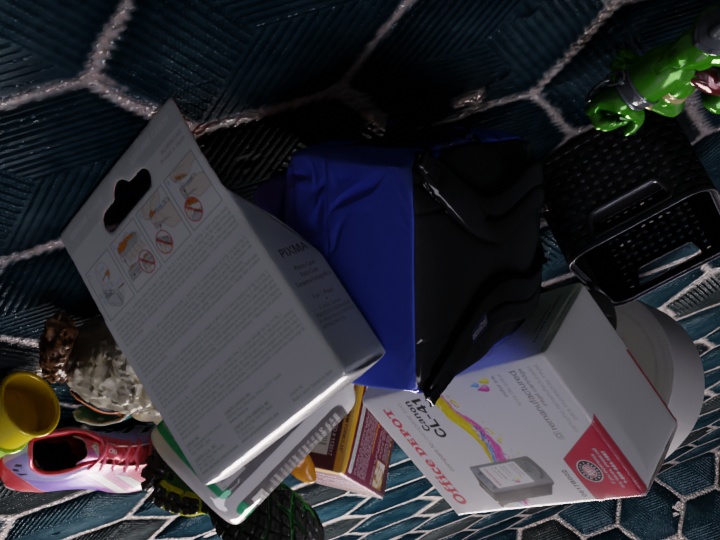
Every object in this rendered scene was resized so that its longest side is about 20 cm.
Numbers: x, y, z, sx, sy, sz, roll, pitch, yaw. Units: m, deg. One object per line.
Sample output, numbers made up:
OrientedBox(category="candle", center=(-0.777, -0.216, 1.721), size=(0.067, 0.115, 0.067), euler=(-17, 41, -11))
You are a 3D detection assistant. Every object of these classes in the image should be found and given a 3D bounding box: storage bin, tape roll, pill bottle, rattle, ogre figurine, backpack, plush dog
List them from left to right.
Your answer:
OrientedBox(category="plush dog", center=(-0.151, 0.068, 0.826), size=(0.171, 0.162, 0.200), euler=(-7, 167, 31))
OrientedBox(category="rattle", center=(-0.161, 0.158, 1.000), size=(0.199, 0.144, 0.130), euler=(-10, 173, -39))
OrientedBox(category="pill bottle", center=(-0.076, 0.112, 0.928), size=(0.200, 0.113, 0.113), euler=(-44, 159, -9))
OrientedBox(category="backpack", center=(0.034, -0.027, 0.727), size=(0.167, 0.164, 0.199), euler=(14, -160, 34))
OrientedBox(category="tape roll", center=(0.287, 0.127, 1.243), size=(0.202, 0.204, 0.139), euler=(-32, 154, 23))
OrientedBox(category="storage bin", center=(0.248, -0.054, 0.953), size=(0.135, 0.094, 0.200), euler=(-30, 157, 16))
OrientedBox(category="ogre figurine", center=(0.264, -0.155, 0.744), size=(0.198, 0.099, 0.120), euler=(2, 161, -23))

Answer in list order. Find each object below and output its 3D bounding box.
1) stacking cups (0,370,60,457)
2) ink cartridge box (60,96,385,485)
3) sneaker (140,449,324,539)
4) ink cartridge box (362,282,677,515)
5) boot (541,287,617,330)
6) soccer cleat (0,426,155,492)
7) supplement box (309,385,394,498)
OrientedBox(category="stacking cups", center=(-0.344, 0.158, 0.931), size=(0.199, 0.061, 0.060), euler=(-34, 154, 31))
OrientedBox(category="ink cartridge box", center=(-0.096, 0.015, 0.678), size=(0.160, 0.201, 0.047), euler=(-40, 167, 37))
OrientedBox(category="sneaker", center=(-0.116, 0.223, 1.048), size=(0.085, 0.199, 0.079), euler=(18, 93, -63))
OrientedBox(category="ink cartridge box", center=(0.122, 0.109, 0.837), size=(0.199, 0.148, 0.086), euler=(-23, -157, 46))
OrientedBox(category="boot", center=(0.127, 0.057, 1.003), size=(0.202, 0.074, 0.154), euler=(-9, -179, 0))
OrientedBox(category="soccer cleat", center=(-0.257, 0.184, 1.052), size=(0.199, 0.067, 0.076), euler=(4, 156, -39))
OrientedBox(category="supplement box", center=(-0.023, 0.174, 1.153), size=(0.085, 0.111, 0.200), euler=(8, 163, 17))
